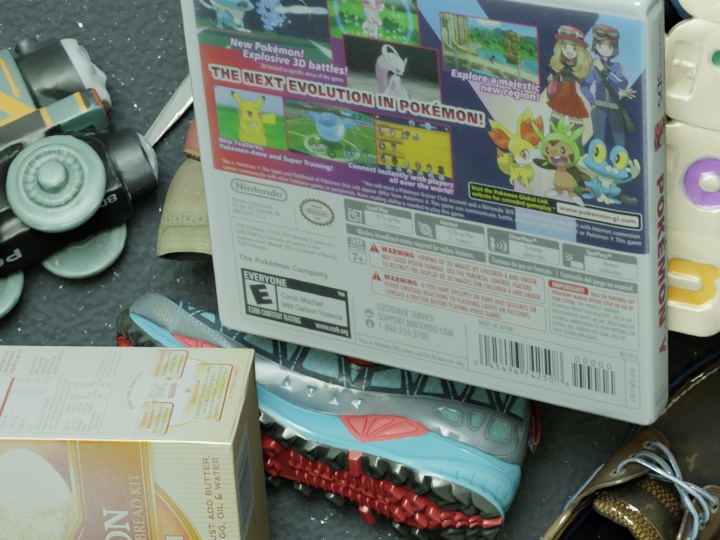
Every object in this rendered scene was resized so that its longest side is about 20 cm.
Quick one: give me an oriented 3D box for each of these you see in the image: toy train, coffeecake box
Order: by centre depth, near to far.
[{"bbox_3d":[-0.142,0.114,1.017,0.199,0.073,0.154,0,122,7],"label":"coffeecake box"},{"bbox_3d":[-0.195,-0.034,1.084,0.199,0.085,0.114,-26,69,-5],"label":"toy train"}]

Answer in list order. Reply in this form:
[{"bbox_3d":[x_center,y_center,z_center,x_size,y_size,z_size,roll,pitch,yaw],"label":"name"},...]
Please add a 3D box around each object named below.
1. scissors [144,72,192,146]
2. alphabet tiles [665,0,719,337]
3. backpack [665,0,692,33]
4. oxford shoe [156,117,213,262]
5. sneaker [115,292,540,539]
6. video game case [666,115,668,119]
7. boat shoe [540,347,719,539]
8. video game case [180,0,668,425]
[{"bbox_3d":[-0.038,-0.132,1.121,0.073,0.014,0.201,22,81,8],"label":"scissors"},{"bbox_3d":[0.162,-0.069,0.903,0.194,0.015,0.201,11,101,5],"label":"alphabet tiles"},{"bbox_3d":[0.189,-0.158,0.997,0.183,0.134,0.201,-56,51,37],"label":"backpack"},{"bbox_3d":[0.000,0.000,1.022,0.199,0.070,0.075,23,90,29],"label":"oxford shoe"},{"bbox_3d":[-0.013,0.051,1.066,0.199,0.079,0.096,23,59,12],"label":"sneaker"},{"bbox_3d":[0.044,-0.119,1.005,0.200,0.181,0.046,37,111,-3],"label":"video game case"},{"bbox_3d":[0.127,0.112,1.028,0.072,0.072,0.200,37,85,12],"label":"boat shoe"},{"bbox_3d":[0.024,-0.039,0.917,0.199,0.023,0.183,13,125,27],"label":"video game case"}]
